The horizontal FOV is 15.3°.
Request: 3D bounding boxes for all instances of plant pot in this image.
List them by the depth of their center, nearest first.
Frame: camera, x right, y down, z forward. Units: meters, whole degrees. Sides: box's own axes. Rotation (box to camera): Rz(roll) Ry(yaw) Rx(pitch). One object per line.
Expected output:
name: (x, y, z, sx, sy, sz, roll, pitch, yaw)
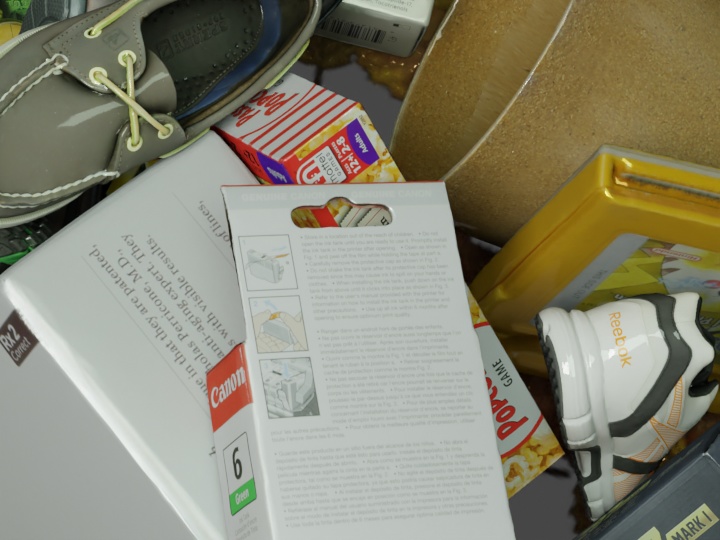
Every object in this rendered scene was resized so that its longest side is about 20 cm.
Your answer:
plant pot: (0.144, -0.067, 1.291, 0.199, 0.186, 0.187, 29, 78, -16)

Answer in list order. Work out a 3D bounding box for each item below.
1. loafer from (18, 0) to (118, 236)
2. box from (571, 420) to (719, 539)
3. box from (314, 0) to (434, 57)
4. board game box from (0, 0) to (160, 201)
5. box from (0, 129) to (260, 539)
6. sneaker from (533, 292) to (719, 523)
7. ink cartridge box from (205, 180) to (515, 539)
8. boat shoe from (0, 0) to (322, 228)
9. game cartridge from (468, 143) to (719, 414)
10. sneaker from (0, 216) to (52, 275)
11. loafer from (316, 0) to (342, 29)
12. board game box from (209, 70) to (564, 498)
loafer: (-0.135, -0.067, 1.249, 0.063, 0.200, 0.072, 5, 50, -21)
box: (0.151, 0.186, 1.243, 0.158, 0.051, 0.200, 46, 120, 1)
box: (0.014, -0.216, 1.341, 0.082, 0.068, 0.201, 15, 79, -4)
board game box: (-0.110, -0.079, 1.329, 0.199, 0.023, 0.105, 28, 81, -2)
box: (-0.082, 0.079, 1.202, 0.131, 0.199, 0.200, -37, 87, -30)
sneaker: (0.130, 0.064, 1.243, 0.080, 0.200, 0.074, -15, 71, 3)
ink cartridge box: (-0.003, 0.065, 1.098, 0.108, 0.050, 0.201, -2, 71, -24)
boat shoe: (-0.097, -0.081, 1.135, 0.201, 0.060, 0.072, -36, 110, -38)
game cartridge: (0.151, 0.012, 1.241, 0.175, 0.200, 0.033, 12, 62, -15)
sneaker: (-0.198, -0.022, 1.191, 0.078, 0.200, 0.085, 40, 85, -22)
loafer: (-0.015, -0.190, 1.263, 0.072, 0.072, 0.201, 27, 81, 0)
board game box: (0.000, 0.000, 1.223, 0.046, 0.151, 0.201, -37, 116, -11)
